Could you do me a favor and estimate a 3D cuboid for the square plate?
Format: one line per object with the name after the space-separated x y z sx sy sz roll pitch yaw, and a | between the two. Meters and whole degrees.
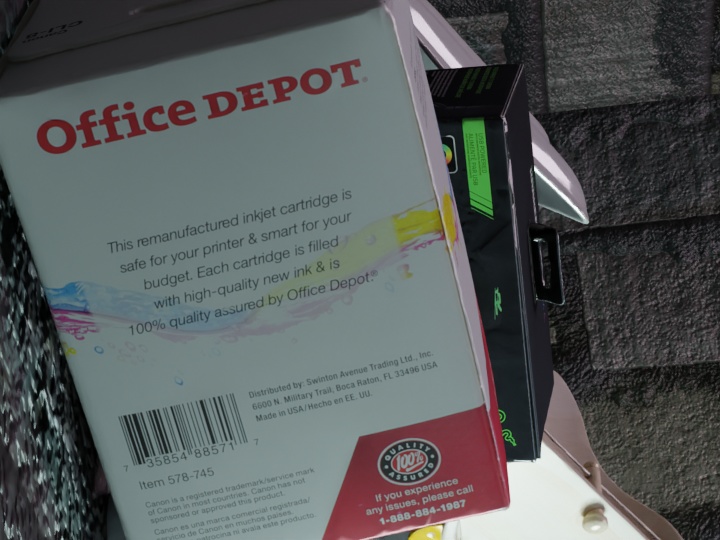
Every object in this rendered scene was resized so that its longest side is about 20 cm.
0.020 -0.115 1.034 0.198 0.029 0.200 44 -7 -34 | square plate

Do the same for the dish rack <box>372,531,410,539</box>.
0.009 0.125 1.139 0.172 0.044 0.200 54 25 14 | dish rack

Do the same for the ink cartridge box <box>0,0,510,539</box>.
-0.036 -0.015 0.722 0.145 0.144 0.202 -91 168 -65 | ink cartridge box

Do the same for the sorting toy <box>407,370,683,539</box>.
0.095 0.100 1.133 0.200 0.106 0.181 43 29 -38 | sorting toy

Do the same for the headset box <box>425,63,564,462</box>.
0.000 0.000 0.929 0.093 0.198 0.176 -63 149 -66 | headset box

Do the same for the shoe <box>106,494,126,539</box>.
-0.050 0.138 0.831 0.200 0.090 0.072 77 8 -67 | shoe
